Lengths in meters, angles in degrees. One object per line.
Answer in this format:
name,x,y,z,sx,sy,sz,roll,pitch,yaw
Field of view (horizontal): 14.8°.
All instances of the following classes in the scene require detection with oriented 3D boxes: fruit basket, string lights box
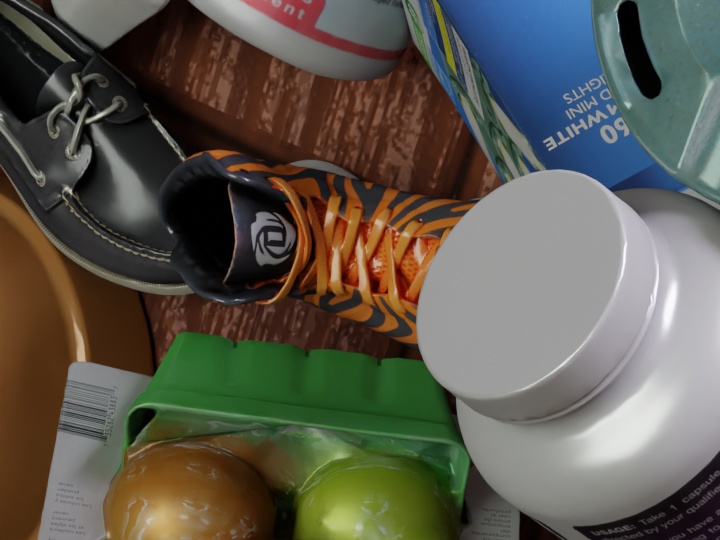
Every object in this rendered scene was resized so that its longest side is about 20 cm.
fruit basket,-0.031,0.119,1.039,0.094,0.184,0.201,100,176,-47
string lights box,0.082,-0.052,1.023,0.059,0.103,0.200,-28,61,-4

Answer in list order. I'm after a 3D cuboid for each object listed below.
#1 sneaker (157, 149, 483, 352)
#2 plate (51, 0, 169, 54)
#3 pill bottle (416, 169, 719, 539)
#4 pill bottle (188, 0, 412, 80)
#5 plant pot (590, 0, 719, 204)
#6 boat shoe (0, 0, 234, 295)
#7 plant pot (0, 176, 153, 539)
sneaker,0.000,0.000,1.093,0.199,0.112,0.078,12,95,36
plate,-0.110,-0.199,1.170,0.200,0.032,0.201,171,100,-74
pill bottle,0.107,0.048,0.887,0.112,0.200,0.113,-23,49,30
pill bottle,0.009,-0.184,1.098,0.109,0.109,0.201,40,111,32
plant pot,0.186,-0.079,0.893,0.200,0.196,0.201,-5,82,35
boat shoe,-0.131,-0.064,1.211,0.073,0.063,0.200,-43,63,-10
plant pot,-0.211,0.055,1.238,0.199,0.140,0.201,-1,88,37
